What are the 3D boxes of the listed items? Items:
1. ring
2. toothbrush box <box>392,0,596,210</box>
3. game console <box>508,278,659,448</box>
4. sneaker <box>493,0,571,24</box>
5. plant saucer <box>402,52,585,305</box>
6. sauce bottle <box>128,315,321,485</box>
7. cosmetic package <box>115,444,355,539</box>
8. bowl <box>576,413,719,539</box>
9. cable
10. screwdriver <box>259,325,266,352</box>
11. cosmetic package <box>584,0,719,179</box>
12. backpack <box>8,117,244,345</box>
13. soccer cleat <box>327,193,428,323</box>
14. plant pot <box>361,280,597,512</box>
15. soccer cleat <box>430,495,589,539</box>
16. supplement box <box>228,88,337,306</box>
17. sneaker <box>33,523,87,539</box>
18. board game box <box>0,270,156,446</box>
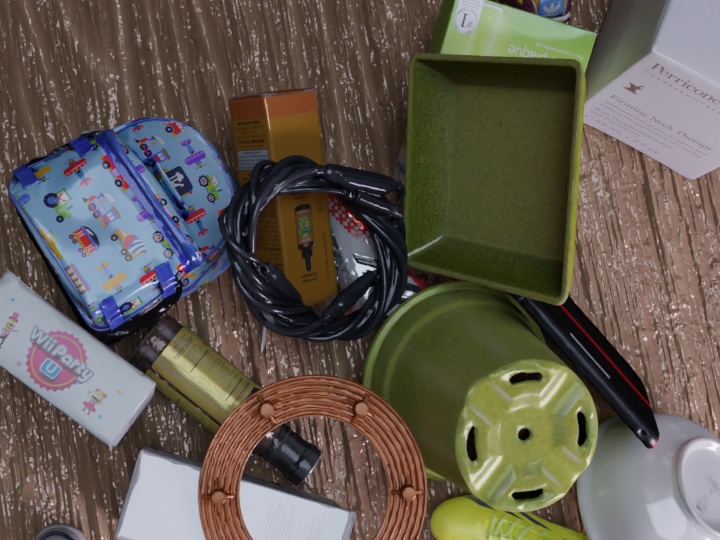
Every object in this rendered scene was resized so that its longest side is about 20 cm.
[{"bbox_3d":[-0.039,0.191,0.864,0.197,0.019,0.204,0,86,-6],"label":"ring"},{"bbox_3d":[0.128,-0.158,1.007,0.144,0.086,0.203,15,102,-8],"label":"toothbrush box"},{"bbox_3d":[0.210,0.071,0.983,0.031,0.177,0.200,-42,92,16],"label":"game console"},{"bbox_3d":[0.188,-0.247,1.065,0.074,0.090,0.203,-14,84,-13],"label":"sneaker"},{"bbox_3d":[0.124,-0.089,0.906,0.047,0.198,0.203,-9,107,-41],"label":"plant saucer"},{"bbox_3d":[-0.125,0.127,0.957,0.200,0.065,0.065,41,76,-4],"label":"sauce bottle"},{"bbox_3d":[-0.117,0.225,0.919,0.198,0.113,0.082,20,79,-10],"label":"cosmetic package"},{"bbox_3d":[0.315,0.221,0.983,0.199,0.090,0.204,14,58,-23],"label":"bowl"},{"bbox_3d":[-0.043,-0.017,0.920,0.198,0.051,0.166,6,99,-35],"label":"cable"},{"bbox_3d":[-0.085,-0.020,1.006,0.029,0.028,0.203,-3,79,17],"label":"screwdriver"},{"bbox_3d":[0.346,-0.223,1.038,0.166,0.200,0.168,25,77,-6],"label":"cosmetic package"},{"bbox_3d":[-0.200,-0.053,0.935,0.199,0.134,0.184,-30,89,-17],"label":"backpack"},{"bbox_3d":[0.000,0.000,1.002,0.200,0.069,0.085,46,71,-7],"label":"soccer cleat"},{"bbox_3d":[0.118,0.124,0.919,0.197,0.184,0.204,-2,99,-14],"label":"plant pot"},{"bbox_3d":[0.166,0.266,0.984,0.198,0.084,0.066,20,78,-8],"label":"soccer cleat"},{"bbox_3d":[-0.072,-0.067,0.960,0.066,0.068,0.203,-14,101,-41],"label":"supplement box"},{"bbox_3d":[-0.257,0.328,0.887,0.074,0.088,0.203,-15,86,-15],"label":"sneaker"},{"bbox_3d":[-0.250,0.082,0.867,0.147,0.200,0.065,38,75,-3],"label":"board game box"}]
